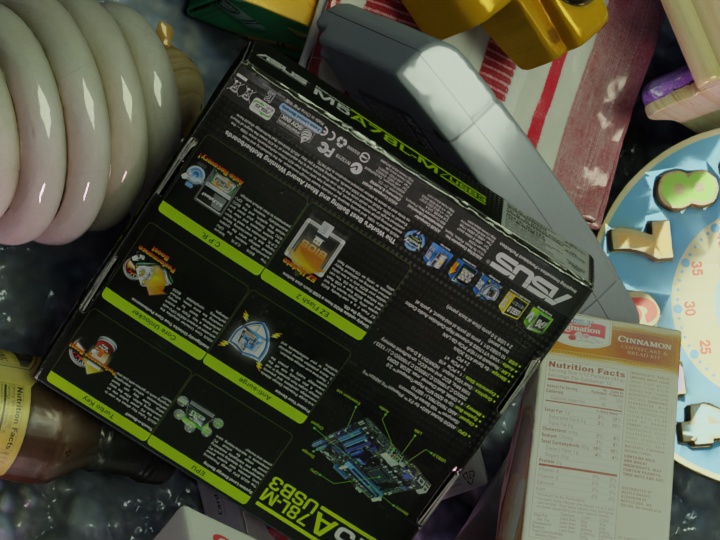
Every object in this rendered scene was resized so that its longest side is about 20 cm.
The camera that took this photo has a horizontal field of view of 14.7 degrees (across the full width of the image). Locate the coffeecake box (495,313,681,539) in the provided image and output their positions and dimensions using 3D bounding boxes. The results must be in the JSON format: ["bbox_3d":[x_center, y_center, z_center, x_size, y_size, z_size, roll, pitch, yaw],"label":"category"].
[{"bbox_3d":[0.103,0.145,1.347,0.073,0.154,0.200,9,46,1],"label":"coffeecake box"}]

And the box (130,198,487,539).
[{"bbox_3d":[-0.026,0.037,1.468,0.156,0.041,0.201,-16,93,-32],"label":"box"}]

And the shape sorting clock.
[{"bbox_3d":[0.220,0.018,1.514,0.199,0.039,0.201,2,79,-10],"label":"shape sorting clock"}]

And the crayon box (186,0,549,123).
[{"bbox_3d":[0.014,-0.163,1.504,0.200,0.058,0.119,20,75,-29],"label":"crayon box"}]

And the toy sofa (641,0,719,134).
[{"bbox_3d":[0.209,-0.131,1.563,0.200,0.097,0.083,12,56,-69],"label":"toy sofa"}]

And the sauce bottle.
[{"bbox_3d":[-0.181,0.069,1.355,0.199,0.065,0.065,14,77,-32],"label":"sauce bottle"}]

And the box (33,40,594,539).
[{"bbox_3d":[-0.022,0.023,1.329,0.200,0.048,0.193,32,111,-7],"label":"box"}]

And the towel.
[{"bbox_3d":[0.068,-0.122,1.487,0.200,0.023,0.145,26,72,-27],"label":"towel"}]

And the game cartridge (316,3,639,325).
[{"bbox_3d":[0.061,-0.043,1.394,0.042,0.133,0.200,-43,118,-13],"label":"game cartridge"}]

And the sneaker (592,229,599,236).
[{"bbox_3d":[0.151,0.016,1.564,0.200,0.075,0.079,41,62,-24],"label":"sneaker"}]

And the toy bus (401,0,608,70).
[{"bbox_3d":[0.041,-0.189,1.430,0.078,0.065,0.200,-40,103,-28],"label":"toy bus"}]

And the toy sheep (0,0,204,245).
[{"bbox_3d":[-0.162,-0.072,1.340,0.200,0.138,0.138,-17,94,-32],"label":"toy sheep"}]

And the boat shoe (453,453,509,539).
[{"bbox_3d":[0.088,0.151,1.513,0.071,0.070,0.200,33,39,9],"label":"boat shoe"}]

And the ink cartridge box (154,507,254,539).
[{"bbox_3d":[-0.054,0.245,1.302,0.146,0.200,0.146,28,113,-27],"label":"ink cartridge box"}]
